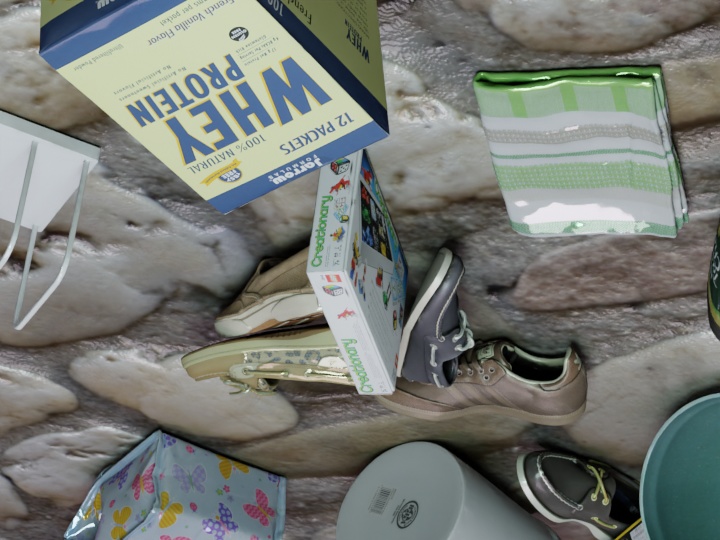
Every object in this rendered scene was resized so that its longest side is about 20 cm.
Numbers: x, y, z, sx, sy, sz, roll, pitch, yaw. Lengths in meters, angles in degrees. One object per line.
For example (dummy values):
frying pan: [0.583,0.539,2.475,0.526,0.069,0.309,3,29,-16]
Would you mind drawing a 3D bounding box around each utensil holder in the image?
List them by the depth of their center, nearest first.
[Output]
utensil holder: [0.095,0.289,2.146,0.170,0.170,0.200,-14,141,32]

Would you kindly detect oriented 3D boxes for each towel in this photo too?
towel: [0.173,-0.088,1.641,0.149,0.031,0.200,-2,147,14]

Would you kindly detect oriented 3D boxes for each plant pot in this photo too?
plant pot: [0.380,0.213,1.961,0.200,0.201,0.134,-19,167,37]

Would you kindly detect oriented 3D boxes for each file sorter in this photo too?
file sorter: [-0.339,-0.054,1.716,0.199,0.125,0.139,21,146,-20]

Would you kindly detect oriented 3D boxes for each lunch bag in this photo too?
lunch bag: [-0.200,0.272,2.224,0.169,0.127,0.200,23,136,-27]

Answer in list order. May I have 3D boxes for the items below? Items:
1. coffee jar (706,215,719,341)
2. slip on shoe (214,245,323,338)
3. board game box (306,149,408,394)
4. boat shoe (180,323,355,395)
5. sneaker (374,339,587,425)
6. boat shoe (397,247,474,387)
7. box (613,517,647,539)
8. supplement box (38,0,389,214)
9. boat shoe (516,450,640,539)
coffee jar: [0.321,-0.020,1.648,0.085,0.105,0.200,3,148,5]
slip on shoe: [-0.072,0.019,1.847,0.076,0.061,0.200,-10,176,-27]
board game box: [0.000,0.000,1.729,0.034,0.127,0.200,-1,147,14]
boat shoe: [-0.067,0.085,1.876,0.199,0.063,0.073,-8,-178,23]
sneaker: [0.110,0.092,1.934,0.199,0.071,0.076,3,126,7]
boat shoe: [0.074,0.045,1.826,0.063,0.073,0.200,24,151,4]
box: [0.350,0.283,2.133,0.199,0.049,0.160,-4,152,-22]
supplement box: [-0.093,-0.184,1.353,0.134,0.200,0.200,-24,139,23]
boat shoe: [0.232,0.222,2.102,0.060,0.072,0.201,-22,145,33]
